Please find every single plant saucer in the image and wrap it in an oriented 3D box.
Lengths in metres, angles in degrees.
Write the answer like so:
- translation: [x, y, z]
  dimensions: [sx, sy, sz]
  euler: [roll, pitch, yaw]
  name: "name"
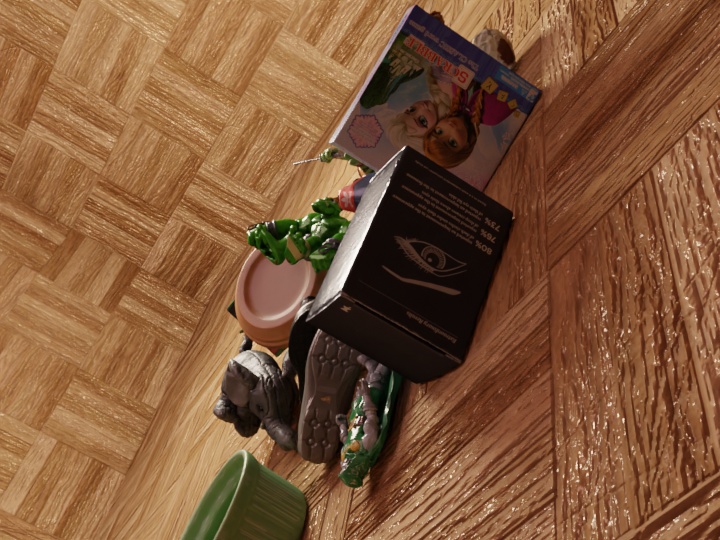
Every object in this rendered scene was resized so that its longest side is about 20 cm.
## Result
- translation: [-0.121, 0.021, 1.375]
  dimensions: [0.200, 0.037, 0.201]
  euler: [-15, 61, 29]
  name: "plant saucer"

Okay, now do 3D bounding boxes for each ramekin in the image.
- translation: [-0.150, 0.331, 1.089]
  dimensions: [0.200, 0.098, 0.200]
  euler: [-55, 13, 18]
  name: "ramekin"

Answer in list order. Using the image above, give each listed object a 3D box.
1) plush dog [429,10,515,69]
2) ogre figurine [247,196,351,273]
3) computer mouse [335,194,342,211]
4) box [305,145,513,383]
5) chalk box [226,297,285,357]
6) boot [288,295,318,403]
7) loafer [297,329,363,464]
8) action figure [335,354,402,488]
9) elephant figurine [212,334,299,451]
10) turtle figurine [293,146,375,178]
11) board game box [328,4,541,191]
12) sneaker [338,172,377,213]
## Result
- translation: [0.112, -0.286, 1.350]
  dimensions: [0.200, 0.172, 0.160]
  euler: [-62, 12, -8]
  name: "plush dog"
- translation: [-0.070, -0.048, 1.289]
  dimensions: [0.120, 0.098, 0.200]
  euler: [-22, 4, -33]
  name: "ogre figurine"
- translation: [0.016, -0.122, 1.405]
  dimensions: [0.200, 0.034, 0.059]
  euler: [-33, -13, -50]
  name: "computer mouse"
- translation: [0.054, -0.005, 0.953]
  dimensions: [0.104, 0.148, 0.200]
  euler: [-38, 23, 59]
  name: "box"
- translation: [-0.130, 0.050, 1.517]
  dimensions: [0.125, 0.124, 0.200]
  euler: [-47, 0, 40]
  name: "chalk box"
- translation: [-0.069, 0.081, 1.218]
  dimensions: [0.200, 0.068, 0.131]
  euler: [93, 170, -45]
  name: "boot"
- translation: [-0.039, 0.138, 1.109]
  dimensions: [0.070, 0.070, 0.200]
  euler: [159, 126, -86]
  name: "loafer"
- translation: [0.007, 0.158, 0.982]
  dimensions: [0.118, 0.055, 0.200]
  euler: [-57, 12, 36]
  name: "action figure"
- translation: [-0.140, 0.181, 1.354]
  dimensions: [0.142, 0.155, 0.200]
  euler: [-51, 6, -24]
  name: "elephant figurine"
- translation: [-0.012, -0.154, 1.581]
  dimensions: [0.194, 0.200, 0.144]
  euler: [135, 126, -84]
  name: "turtle figurine"
- translation: [0.096, -0.195, 1.129]
  dimensions: [0.200, 0.200, 0.041]
  euler: [-60, 12, 0]
  name: "board game box"
- translation: [0.039, -0.108, 1.242]
  dimensions: [0.200, 0.084, 0.075]
  euler: [-6, -85, -61]
  name: "sneaker"
